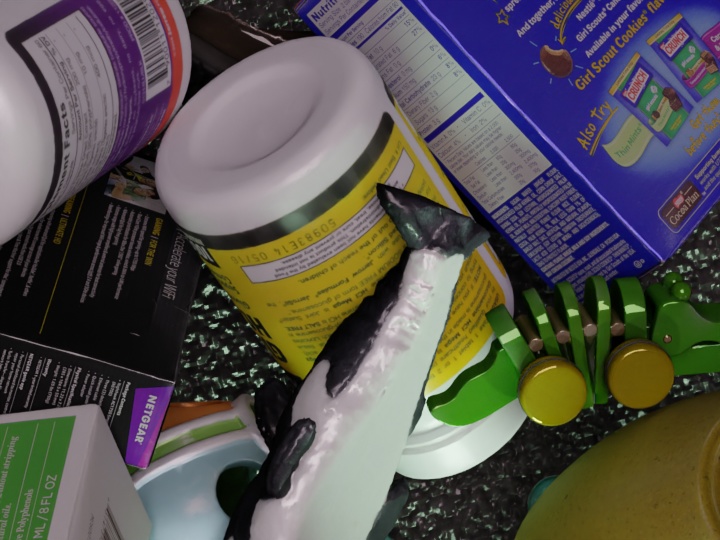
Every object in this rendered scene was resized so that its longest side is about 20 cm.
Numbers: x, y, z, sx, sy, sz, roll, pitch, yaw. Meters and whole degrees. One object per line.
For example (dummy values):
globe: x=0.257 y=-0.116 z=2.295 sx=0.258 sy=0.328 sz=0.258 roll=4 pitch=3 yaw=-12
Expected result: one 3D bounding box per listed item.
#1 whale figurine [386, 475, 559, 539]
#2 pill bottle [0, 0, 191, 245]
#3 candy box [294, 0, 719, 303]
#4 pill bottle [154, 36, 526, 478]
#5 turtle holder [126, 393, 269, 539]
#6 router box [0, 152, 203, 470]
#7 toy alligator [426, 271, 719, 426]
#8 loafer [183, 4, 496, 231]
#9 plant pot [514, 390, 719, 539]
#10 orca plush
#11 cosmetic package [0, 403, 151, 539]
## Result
whale figurine: x=0.080 y=0.175 z=1.398 sx=0.200 sy=0.104 sz=0.159 roll=13 pitch=87 yaw=-3
pill bottle: x=-0.163 y=-0.071 z=1.274 sx=0.111 sy=0.200 sz=0.112 roll=10 pitch=114 yaw=22
candy box: x=0.093 y=-0.107 z=1.389 sx=0.200 sy=0.077 sz=0.169 roll=48 pitch=49 yaw=-4
pill bottle: x=0.000 y=0.000 z=1.360 sx=0.112 sy=0.112 sz=0.200 roll=-39 pitch=124 yaw=-7
turtle holder: x=-0.063 y=0.142 z=1.352 sx=0.132 sy=0.141 sz=0.186 roll=-43 pitch=61 yaw=5
router box: x=-0.148 y=-0.001 z=1.335 sx=0.149 sy=0.200 sz=0.051 roll=17 pitch=118 yaw=-5
toy alligator: x=0.124 y=0.025 z=1.321 sx=0.200 sy=0.059 sz=0.054 roll=-11 pitch=112 yaw=-5
loafer: x=-0.001 y=-0.084 z=1.424 sx=0.200 sy=0.073 sz=0.071 roll=23 pitch=71 yaw=-11
plant pot: x=0.174 y=0.129 z=1.297 sx=0.200 sy=0.142 sz=0.200 roll=6 pitch=58 yaw=-9
orca plush: x=-0.022 y=0.056 z=1.284 sx=0.071 sy=0.105 sz=0.200 roll=23 pitch=103 yaw=32
cosmetic package: x=-0.199 y=0.130 z=1.251 sx=0.200 sy=0.108 sz=0.085 roll=-7 pitch=133 yaw=13
